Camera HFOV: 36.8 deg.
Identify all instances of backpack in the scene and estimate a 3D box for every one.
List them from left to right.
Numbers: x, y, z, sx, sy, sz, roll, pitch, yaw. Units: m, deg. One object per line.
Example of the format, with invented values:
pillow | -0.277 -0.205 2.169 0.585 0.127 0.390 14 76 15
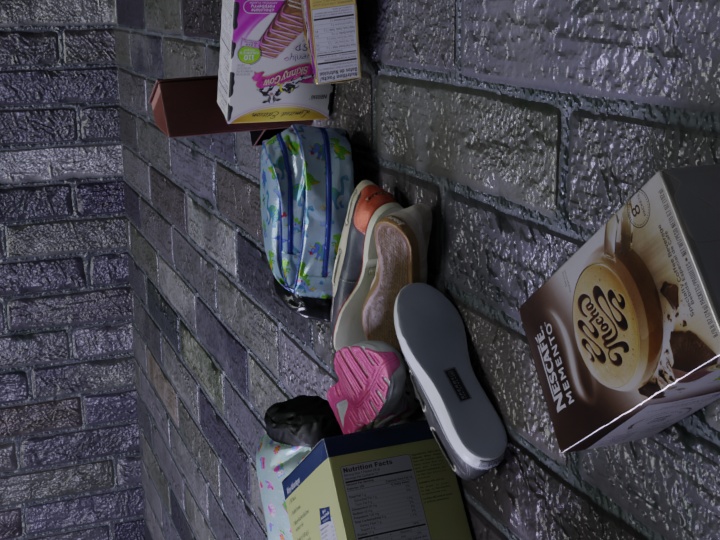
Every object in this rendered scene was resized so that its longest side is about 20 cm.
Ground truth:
backpack | -0.057 -0.069 1.263 0.164 0.152 0.202 -101 28 -64
backpack | -0.058 0.268 1.351 0.166 0.125 0.203 -174 76 -66

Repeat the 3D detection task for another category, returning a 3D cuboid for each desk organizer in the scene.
desk organizer | -0.168 -0.207 1.414 0.072 0.197 0.078 143 116 -65

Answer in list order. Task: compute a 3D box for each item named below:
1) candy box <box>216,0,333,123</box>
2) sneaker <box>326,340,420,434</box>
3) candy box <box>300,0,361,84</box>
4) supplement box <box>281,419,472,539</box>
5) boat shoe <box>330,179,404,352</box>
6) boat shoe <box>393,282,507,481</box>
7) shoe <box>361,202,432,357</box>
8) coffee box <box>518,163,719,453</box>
candy box | -0.096 -0.279 1.289 0.061 0.134 0.202 -120 31 -49
sneaker | 0.023 0.116 1.130 0.082 0.087 0.200 63 162 14
candy box | -0.038 -0.318 1.163 0.117 0.056 0.202 -105 10 -49
supplement box | 0.018 0.287 1.138 0.200 0.132 0.202 126 134 -61
boat shoe | 0.000 0.000 1.192 0.063 0.070 0.202 44 132 40
boat shoe | 0.079 0.108 1.036 0.202 0.069 0.067 63 150 29
shoe | 0.045 0.015 1.124 0.069 0.053 0.202 28 139 21
coffee box | 0.188 0.031 0.693 0.200 0.079 0.114 123 136 -59
